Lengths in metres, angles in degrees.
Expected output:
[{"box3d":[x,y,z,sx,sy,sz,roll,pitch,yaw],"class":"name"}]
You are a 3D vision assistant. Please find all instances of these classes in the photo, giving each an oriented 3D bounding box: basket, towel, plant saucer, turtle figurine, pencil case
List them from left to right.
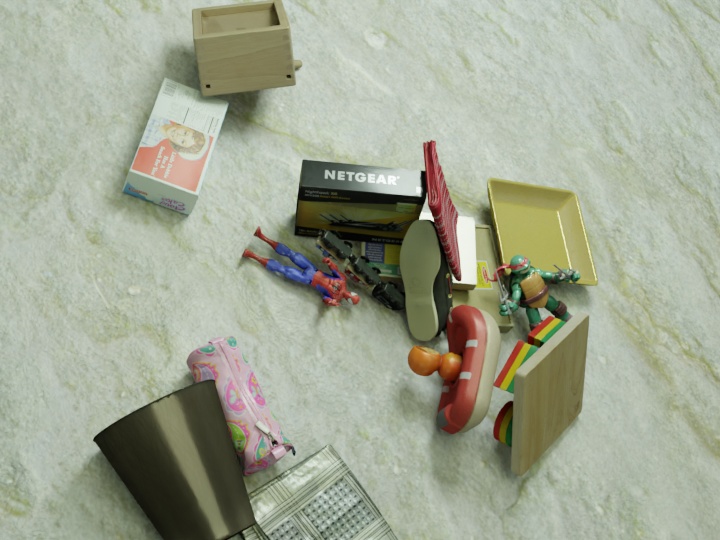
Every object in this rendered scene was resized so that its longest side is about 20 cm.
[{"box3d":[-0.232,0.275,1.320,0.180,0.136,0.200,-26,79,-17],"class":"basket"},{"box3d":[-0.173,0.193,1.416,0.087,0.087,0.200,-21,72,-31],"class":"pencil case"},{"box3d":[-0.063,0.368,1.395,0.200,0.035,0.193,-29,77,-32],"class":"towel"},{"box3d":[0.134,-0.095,1.572,0.022,0.200,0.145,-10,52,12],"class":"towel"},{"box3d":[0.318,-0.060,1.778,0.199,0.048,0.201,7,60,-25],"class":"plant saucer"},{"box3d":[0.297,0.040,1.650,0.150,0.101,0.200,-32,116,1],"class":"turtle figurine"}]

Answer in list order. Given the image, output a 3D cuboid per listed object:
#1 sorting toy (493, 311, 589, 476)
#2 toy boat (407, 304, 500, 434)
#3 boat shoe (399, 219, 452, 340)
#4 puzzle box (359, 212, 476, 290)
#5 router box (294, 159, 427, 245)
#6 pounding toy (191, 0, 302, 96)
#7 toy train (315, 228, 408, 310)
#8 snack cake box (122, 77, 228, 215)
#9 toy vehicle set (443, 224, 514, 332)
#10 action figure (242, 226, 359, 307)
[{"box3d":[0.280,0.186,1.562,0.069,0.200,0.199,21,39,34],"class":"sorting toy"},{"box3d":[0.137,0.147,1.536,0.130,0.131,0.200,17,67,-7],"class":"toy boat"},{"box3d":[0.110,0.011,1.595,0.063,0.074,0.202,-25,116,-50],"class":"boat shoe"},{"box3d":[0.097,-0.038,1.668,0.199,0.025,0.133,6,62,-7],"class":"puzzle box"},{"box3d":[-0.003,-0.107,1.584,0.199,0.157,0.052,5,62,-4],"class":"router box"},{"box3d":[-0.185,-0.371,1.678,0.184,0.143,0.200,-8,32,-6],"class":"pounding toy"},{"box3d":[0.000,0.000,1.591,0.200,0.046,0.034,42,57,-22],"class":"toy train"},{"box3d":[-0.297,-0.201,1.593,0.115,0.067,0.200,21,57,-13],"class":"snack cake box"},{"box3d":[0.187,0.011,1.702,0.124,0.027,0.201,3,62,-22],"class":"toy vehicle set"},{"box3d":[-0.085,0.001,1.551,0.200,0.099,0.065,29,81,-8],"class":"action figure"}]
